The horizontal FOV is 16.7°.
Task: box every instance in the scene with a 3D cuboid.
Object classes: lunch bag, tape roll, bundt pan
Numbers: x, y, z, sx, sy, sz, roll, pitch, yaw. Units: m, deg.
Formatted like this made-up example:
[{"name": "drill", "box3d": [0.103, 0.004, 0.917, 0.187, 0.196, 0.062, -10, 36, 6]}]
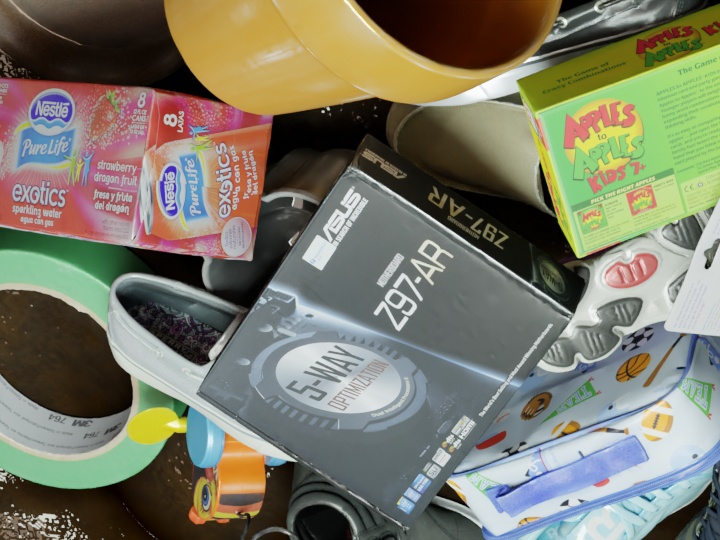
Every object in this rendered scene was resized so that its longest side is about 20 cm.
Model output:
[{"name": "lunch bag", "box3d": [0.148, 0.095, 1.546, 0.199, 0.161, 0.076, -25, 111, 30]}, {"name": "tape roll", "box3d": [-0.216, 0.060, 1.727, 0.199, 0.048, 0.202, 10, 125, 14]}, {"name": "bundt pan", "box3d": [0.000, 0.000, 1.570, 0.201, 0.076, 0.203, 22, 143, 17]}]

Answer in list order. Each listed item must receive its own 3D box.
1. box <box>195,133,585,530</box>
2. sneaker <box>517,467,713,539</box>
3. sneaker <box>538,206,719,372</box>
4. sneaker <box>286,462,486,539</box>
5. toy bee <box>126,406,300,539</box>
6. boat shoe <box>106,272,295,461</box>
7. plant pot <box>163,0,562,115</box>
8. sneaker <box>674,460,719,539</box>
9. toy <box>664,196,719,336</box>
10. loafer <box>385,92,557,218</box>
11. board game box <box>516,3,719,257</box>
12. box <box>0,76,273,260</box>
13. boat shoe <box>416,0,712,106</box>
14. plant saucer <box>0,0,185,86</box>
[{"name": "box", "box3d": [0.016, 0.040, 1.476, 0.160, 0.044, 0.200, 34, 122, -4]}, {"name": "sneaker", "box3d": [0.172, 0.158, 1.628, 0.074, 0.082, 0.200, 39, 126, -9]}, {"name": "sneaker", "box3d": [0.180, -0.007, 1.508, 0.198, 0.084, 0.081, -17, 108, 2]}, {"name": "sneaker", "box3d": [0.027, 0.196, 1.696, 0.199, 0.099, 0.071, 36, 125, -7]}, {"name": "toy bee", "box3d": [-0.097, 0.124, 1.658, 0.130, 0.201, 0.109, 20, 149, -14]}, {"name": "boat shoe", "box3d": [-0.081, 0.059, 1.577, 0.200, 0.070, 0.072, 23, 149, 20]}, {"name": "plant pot", "box3d": [-0.014, -0.177, 1.422, 0.200, 0.200, 0.183, 49, 139, -15]}, {"name": "sneaker", "box3d": [0.238, 0.142, 1.514, 0.081, 0.074, 0.200, 16, 121, -42]}, {"name": "toy", "box3d": [0.283, -0.012, 1.457, 0.198, 0.047, 0.116, 7, 125, -17]}, {"name": "loafer", "box3d": [0.107, -0.075, 1.507, 0.198, 0.068, 0.076, 6, 124, 17]}, {"name": "board game box", "box3d": [0.200, -0.093, 1.417, 0.199, 0.048, 0.102, -21, 120, -1]}, {"name": "box", "box3d": [-0.157, -0.065, 1.527, 0.199, 0.099, 0.096, 8, 90, 47]}, {"name": "boat shoe", "box3d": [0.111, -0.147, 1.465, 0.198, 0.069, 0.057, -12, 111, 20]}, {"name": "plant saucer", "box3d": [-0.175, -0.208, 1.547, 0.199, 0.032, 0.201, 10, 125, 15]}]
